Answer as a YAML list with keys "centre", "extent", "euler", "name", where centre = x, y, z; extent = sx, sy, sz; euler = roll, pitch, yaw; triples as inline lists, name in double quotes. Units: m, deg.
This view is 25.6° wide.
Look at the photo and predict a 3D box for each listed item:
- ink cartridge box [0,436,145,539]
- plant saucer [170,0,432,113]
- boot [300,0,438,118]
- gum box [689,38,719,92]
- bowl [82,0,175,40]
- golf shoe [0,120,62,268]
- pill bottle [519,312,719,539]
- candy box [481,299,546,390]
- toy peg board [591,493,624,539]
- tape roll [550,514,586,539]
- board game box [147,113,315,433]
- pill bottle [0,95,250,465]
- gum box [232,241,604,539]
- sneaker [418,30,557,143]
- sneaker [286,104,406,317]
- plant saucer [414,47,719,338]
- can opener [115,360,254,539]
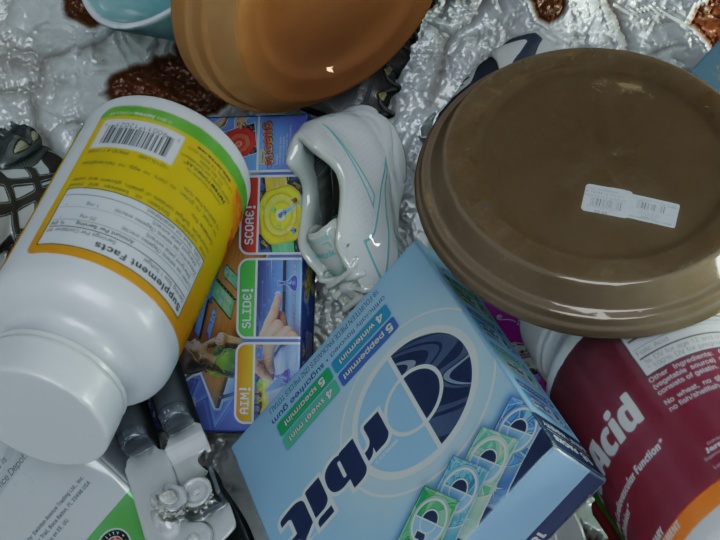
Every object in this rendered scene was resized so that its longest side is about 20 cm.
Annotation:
- centre: [-0.211, 0.137, 0.962]
  extent: [0.200, 0.084, 0.146]
  euler: [43, 100, 4]
  name: "ink cartridge box"
- centre: [-0.018, -0.175, 0.916]
  extent: [0.200, 0.200, 0.037]
  euler: [-44, 56, -7]
  name: "plant saucer"
- centre: [0.031, -0.163, 1.037]
  extent: [0.198, 0.069, 0.175]
  euler: [17, 83, 12]
  name: "boot"
- centre: [0.285, -0.089, 0.963]
  extent: [0.045, 0.200, 0.170]
  euler: [-45, 85, -6]
  name: "gum box"
- centre: [-0.076, -0.220, 0.994]
  extent: [0.105, 0.200, 0.202]
  euler: [28, 80, -42]
  name: "bowl"
- centre: [-0.211, -0.020, 0.954]
  extent: [0.094, 0.200, 0.078]
  euler: [35, 121, -7]
  name: "golf shoe"
- centre: [0.166, 0.079, 0.825]
  extent: [0.113, 0.115, 0.201]
  euler: [-24, 46, -4]
  name: "pill bottle"
- centre: [0.132, -0.004, 0.949]
  extent: [0.135, 0.061, 0.202]
  euler: [6, 109, 5]
  name: "candy box"
- centre: [0.225, 0.140, 0.951]
  extent: [0.199, 0.199, 0.098]
  euler: [-30, 62, -5]
  name: "toy peg board"
- centre: [0.043, 0.196, 0.985]
  extent: [0.201, 0.071, 0.204]
  euler: [0, 82, -1]
  name: "tape roll"
- centre: [-0.096, 0.003, 1.008]
  extent: [0.134, 0.034, 0.202]
  euler: [0, 82, 13]
  name: "board game box"
- centre: [-0.144, 0.006, 0.898]
  extent: [0.110, 0.111, 0.201]
  euler: [20, 51, 1]
  name: "pill bottle"
- centre: [0.021, 0.104, 0.854]
  extent: [0.044, 0.200, 0.170]
  euler: [33, 105, -34]
  name: "gum box"
- centre: [0.112, -0.042, 1.014]
  extent: [0.129, 0.079, 0.200]
  euler: [-33, 85, -3]
  name: "sneaker"
- centre: [0.000, 0.000, 0.976]
  extent: [0.070, 0.080, 0.202]
  euler: [-19, 89, 36]
  name: "sneaker"
- centre: [0.128, -0.051, 0.844]
  extent: [0.198, 0.030, 0.201]
  euler: [0, 51, 0]
  name: "plant saucer"
- centre: [-0.117, 0.095, 0.931]
  extent: [0.052, 0.067, 0.201]
  euler: [-26, 53, 1]
  name: "can opener"
